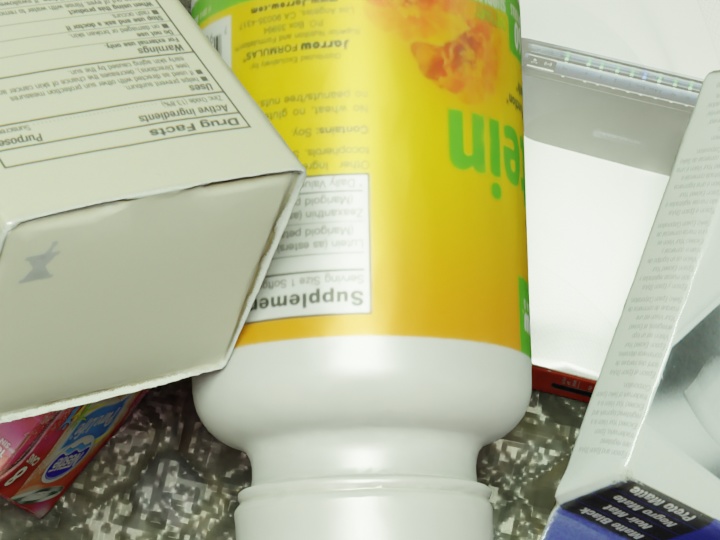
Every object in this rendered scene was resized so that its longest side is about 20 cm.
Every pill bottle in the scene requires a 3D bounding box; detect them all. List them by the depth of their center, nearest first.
[{"bbox_3d":[0.000,0.000,0.722,0.110,0.111,0.202,-2,78,2],"label":"pill bottle"}]

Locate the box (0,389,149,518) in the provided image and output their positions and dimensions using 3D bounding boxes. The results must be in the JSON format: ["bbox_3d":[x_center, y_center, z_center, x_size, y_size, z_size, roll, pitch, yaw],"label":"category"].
[{"bbox_3d":[-0.165,-0.013,0.789,0.200,0.100,0.096,39,82,9],"label":"box"}]

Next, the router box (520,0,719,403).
[{"bbox_3d":[0.097,-0.052,0.811,0.178,0.049,0.202,13,79,5],"label":"router box"}]

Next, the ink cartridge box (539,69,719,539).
[{"bbox_3d":[0.166,0.063,0.742,0.199,0.041,0.201,26,79,-24],"label":"ink cartridge box"}]

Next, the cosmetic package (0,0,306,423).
[{"bbox_3d":[-0.116,-0.059,0.676,0.103,0.088,0.200,-10,50,-35],"label":"cosmetic package"}]

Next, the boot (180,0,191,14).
[{"bbox_3d":[-0.072,-0.116,0.773,0.069,0.200,0.175,3,68,38],"label":"boot"}]
